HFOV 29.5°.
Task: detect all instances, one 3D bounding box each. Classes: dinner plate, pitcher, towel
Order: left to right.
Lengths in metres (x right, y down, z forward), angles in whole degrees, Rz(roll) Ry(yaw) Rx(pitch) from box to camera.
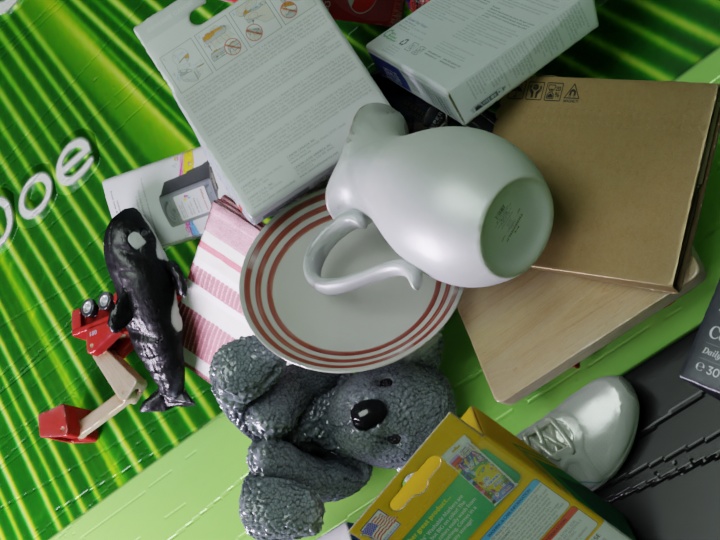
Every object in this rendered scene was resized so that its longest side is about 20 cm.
[{"bbox_3d":[-0.102,0.041,1.285,0.143,0.023,0.201,33,128,11],"label":"towel"},{"bbox_3d":[-0.006,0.007,1.173,0.197,0.024,0.202,-6,51,8],"label":"dinner plate"},{"bbox_3d":[0.047,-0.039,1.104,0.199,0.121,0.173,24,83,48],"label":"pitcher"}]

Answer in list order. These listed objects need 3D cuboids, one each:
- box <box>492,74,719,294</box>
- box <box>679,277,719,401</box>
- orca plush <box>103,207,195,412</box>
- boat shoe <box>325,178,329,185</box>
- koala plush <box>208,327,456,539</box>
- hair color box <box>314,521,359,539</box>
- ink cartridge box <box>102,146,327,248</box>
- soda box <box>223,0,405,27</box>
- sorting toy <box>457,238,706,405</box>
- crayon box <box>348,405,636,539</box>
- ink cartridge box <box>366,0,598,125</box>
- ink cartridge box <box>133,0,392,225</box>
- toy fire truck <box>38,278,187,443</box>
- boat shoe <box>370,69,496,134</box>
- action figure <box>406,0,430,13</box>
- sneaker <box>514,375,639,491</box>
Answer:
[{"bbox_3d":[0.184,-0.075,1.101,0.198,0.021,0.166,9,81,39],"label":"box"},{"bbox_3d":[0.363,0.030,0.956,0.199,0.123,0.199,22,87,40],"label":"box"},{"bbox_3d":[-0.220,0.047,1.307,0.104,0.071,0.203,19,120,38],"label":"orca plush"},{"bbox_3d":[0.007,-0.102,1.267,0.072,0.072,0.202,-41,71,32],"label":"boat shoe"},{"bbox_3d":[-0.004,0.132,1.202,0.197,0.184,0.180,-18,76,10],"label":"koala plush"},{"bbox_3d":[-0.056,0.316,1.224,0.199,0.060,0.101,-34,57,24],"label":"hair color box"},{"bbox_3d":[-0.131,-0.084,1.347,0.198,0.147,0.087,-15,94,33],"label":"ink cartridge box"},{"bbox_3d":[-0.042,-0.276,1.312,0.069,0.199,0.064,19,104,39],"label":"soda box"},{"bbox_3d":[0.173,-0.017,1.150,0.199,0.069,0.201,-35,57,23],"label":"sorting toy"},{"bbox_3d":[0.101,0.196,1.059,0.126,0.199,0.052,-50,19,13],"label":"crayon box"},{"bbox_3d":[0.123,-0.222,1.211,0.199,0.041,0.200,-37,28,-4],"label":"ink cartridge box"},{"bbox_3d":[-0.084,-0.167,1.216,0.161,0.050,0.201,-33,83,-4],"label":"ink cartridge box"},{"bbox_3d":[-0.260,0.096,1.461,0.198,0.049,0.143,-21,64,30],"label":"toy fire truck"},{"bbox_3d":[0.077,-0.139,1.265,0.200,0.066,0.070,39,100,39],"label":"boat shoe"},{"bbox_3d":[0.078,-0.310,1.305,0.065,0.098,0.202,39,103,38],"label":"action figure"},{"bbox_3d":[0.144,0.160,1.110,0.200,0.080,0.071,-46,51,15],"label":"sneaker"}]
